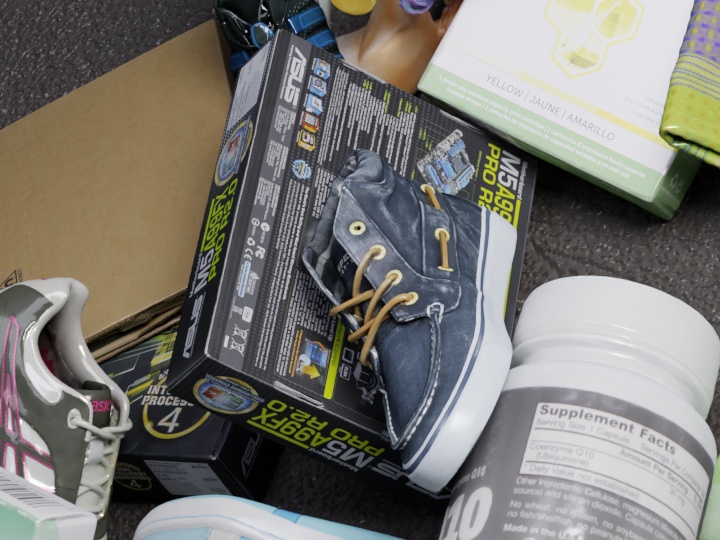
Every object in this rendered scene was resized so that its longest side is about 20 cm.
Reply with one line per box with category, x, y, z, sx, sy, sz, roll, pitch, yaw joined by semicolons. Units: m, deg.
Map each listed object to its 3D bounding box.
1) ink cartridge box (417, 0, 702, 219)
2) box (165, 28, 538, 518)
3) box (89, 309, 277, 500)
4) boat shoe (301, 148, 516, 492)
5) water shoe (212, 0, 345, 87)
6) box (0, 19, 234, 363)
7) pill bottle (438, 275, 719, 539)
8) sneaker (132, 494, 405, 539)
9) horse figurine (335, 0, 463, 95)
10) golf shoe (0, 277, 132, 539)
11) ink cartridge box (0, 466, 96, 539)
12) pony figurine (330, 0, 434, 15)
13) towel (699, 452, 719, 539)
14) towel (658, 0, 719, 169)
ink cartridge box;0.140;-0.145;1.429;0.145;0.048;0.200;28;88;25
box;0.000;0.000;1.381;0.044;0.160;0.201;-39;33;48
box;-0.119;0.043;1.503;0.199;0.049;0.162;0;52;34
boat shoe;0.015;0.021;1.286;0.071;0.091;0.200;-56;12;28
water shoe;-0.048;-0.114;1.494;0.071;0.079;0.200;-31;48;15
box;-0.131;-0.036;1.531;0.163;0.021;0.200;-27;41;11
pill bottle;0.095;0.111;1.254;0.113;0.113;0.200;-2;56;32
sneaker;-0.049;0.181;1.321;0.200;0.080;0.131;5;58;38
horse figurine;-0.008;-0.118;1.562;0.200;0.050;0.133;-30;42;9
golf shoe;-0.154;0.101;1.404;0.088;0.077;0.201;-25;77;28
ink cartridge box;-0.215;0.185;1.369;0.161;0.050;0.201;21;99;38
pony figurine;0.024;-0.224;1.497;0.192;0.167;0.200;13;47;1
towel;0.254;0.069;1.248;0.199;0.031;0.150;4;57;36
towel;0.233;-0.124;1.373;0.143;0.023;0.200;20;64;3
